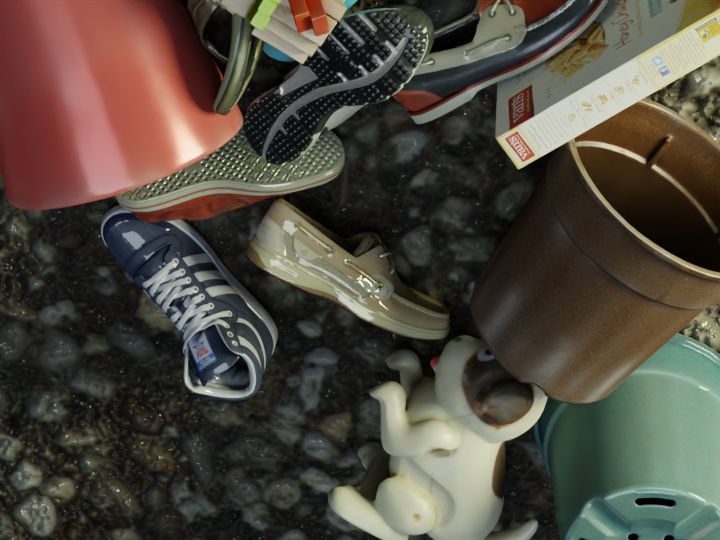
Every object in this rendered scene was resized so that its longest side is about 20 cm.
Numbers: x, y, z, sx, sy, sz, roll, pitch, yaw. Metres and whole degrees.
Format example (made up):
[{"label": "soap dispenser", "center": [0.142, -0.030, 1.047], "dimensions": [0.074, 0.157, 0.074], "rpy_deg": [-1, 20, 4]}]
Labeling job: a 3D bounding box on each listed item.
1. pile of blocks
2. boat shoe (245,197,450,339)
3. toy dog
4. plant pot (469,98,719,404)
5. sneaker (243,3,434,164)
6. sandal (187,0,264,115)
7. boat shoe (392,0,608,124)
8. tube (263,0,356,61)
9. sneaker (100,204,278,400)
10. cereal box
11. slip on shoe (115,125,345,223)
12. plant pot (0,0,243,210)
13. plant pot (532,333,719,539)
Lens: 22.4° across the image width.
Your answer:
[{"label": "pile of blocks", "center": [-0.084, -0.231, 1.303], "dimensions": [0.082, 0.062, 0.200], "rpy_deg": [-33, 110, 5]}, {"label": "boat shoe", "center": [0.000, 0.000, 1.581], "dimensions": [0.200, 0.072, 0.065], "rpy_deg": [25, 100, -19]}, {"label": "toy dog", "center": [0.088, 0.147, 1.607], "dimensions": [0.194, 0.139, 0.200], "rpy_deg": [34, 116, 13]}, {"label": "plant pot", "center": [0.201, -0.006, 1.492], "dimensions": [0.200, 0.201, 0.198], "rpy_deg": [28, 127, -11]}, {"label": "sneaker", "center": [-0.013, -0.161, 1.456], "dimensions": [0.200, 0.080, 0.074], "rpy_deg": [-29, 100, 41]}, {"label": "sandal", "center": [-0.102, -0.219, 1.385], "dimensions": [0.057, 0.080, 0.202], "rpy_deg": [5, 110, 7]}, {"label": "boat shoe", "center": [0.106, -0.189, 1.456], "dimensions": [0.200, 0.071, 0.063], "rpy_deg": [-28, 112, 25]}, {"label": "tube", "center": [-0.029, -0.222, 1.396], "dimensions": [0.077, 0.051, 0.200], "rpy_deg": [21, 157, -13]}, {"label": "sneaker", "center": [-0.152, 0.031, 1.591], "dimensions": [0.070, 0.109, 0.200], "rpy_deg": [-38, 111, 24]}, {"label": "cereal box", "center": [0.196, -0.170, 1.412], "dimensions": [0.200, 0.144, 0.040], "rpy_deg": [-29, 114, 20]}, {"label": "slip on shoe", "center": [-0.110, -0.082, 1.551], "dimensions": [0.199, 0.074, 0.061], "rpy_deg": [-12, 154, 6]}, {"label": "plant pot", "center": [-0.214, -0.167, 1.440], "dimensions": [0.200, 0.201, 0.178], "rpy_deg": [-13, 110, 14]}, {"label": "plant pot", "center": [0.249, 0.188, 1.596], "dimensions": [0.200, 0.196, 0.201], "rpy_deg": [3, 122, 5]}]
